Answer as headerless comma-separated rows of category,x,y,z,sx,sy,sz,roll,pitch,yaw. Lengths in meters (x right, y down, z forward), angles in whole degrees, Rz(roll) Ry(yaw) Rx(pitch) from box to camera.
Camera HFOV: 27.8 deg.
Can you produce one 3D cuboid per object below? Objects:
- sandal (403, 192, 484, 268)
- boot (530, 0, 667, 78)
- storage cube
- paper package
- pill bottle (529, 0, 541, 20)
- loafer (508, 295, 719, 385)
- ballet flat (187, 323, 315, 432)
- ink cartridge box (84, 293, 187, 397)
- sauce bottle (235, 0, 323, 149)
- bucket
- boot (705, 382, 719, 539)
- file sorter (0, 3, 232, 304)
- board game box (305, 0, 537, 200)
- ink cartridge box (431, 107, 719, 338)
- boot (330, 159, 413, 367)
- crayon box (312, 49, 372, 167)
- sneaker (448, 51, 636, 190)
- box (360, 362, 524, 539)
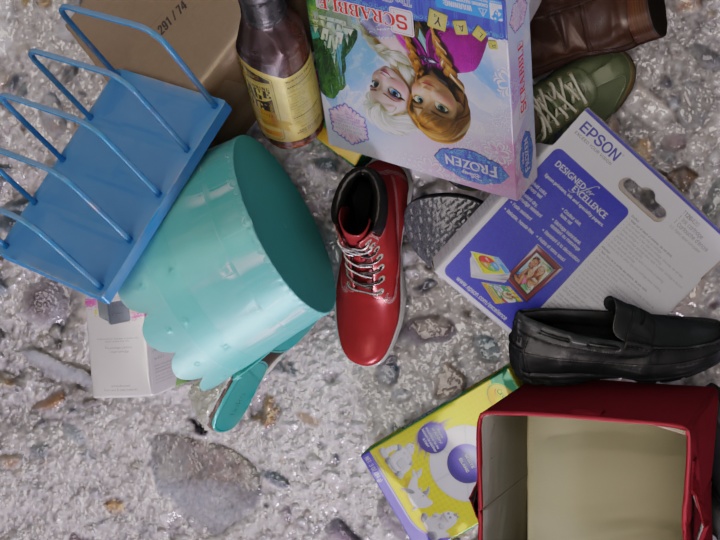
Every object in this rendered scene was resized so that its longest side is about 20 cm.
sandal,0.137,-0.027,1.365,0.198,0.043,0.077,11,104,2
boot,0.172,-0.263,1.318,0.199,0.064,0.188,-14,64,34
storage cube,0.206,0.191,1.244,0.198,0.180,0.173,2,96,22
paper package,-0.150,-0.234,1.351,0.200,0.103,0.191,-48,61,18
pill bottle,0.055,-0.264,1.260,0.199,0.112,0.113,35,104,7
loafer,0.230,0.058,1.284,0.199,0.068,0.071,-3,118,-3
ballet flat,-0.108,0.069,1.430,0.072,0.072,0.200,39,103,7
ink cartridge box,-0.217,0.016,1.421,0.067,0.117,0.202,-3,94,16
sauce bottle,-0.074,-0.186,1.248,0.065,0.201,0.066,-4,56,6
bucket,-0.121,-0.013,1.300,0.134,0.207,0.208,-26,90,15
boot,0.292,0.224,1.345,0.199,0.066,0.165,-36,85,20
file sorter,-0.234,-0.103,1.213,0.138,0.123,0.201,19,72,35
board game box,0.051,-0.171,1.227,0.199,0.041,0.201,19,138,29
ink cartridge box,0.200,-0.017,1.312,0.197,0.047,0.200,39,102,-16
boot,0.000,0.000,1.349,0.072,0.144,0.202,8,100,12
crayon box,0.005,-0.213,1.366,0.118,0.058,0.201,35,104,8
sneaker,0.161,-0.133,1.318,0.199,0.090,0.067,-33,87,16
box,0.114,0.174,1.391,0.199,0.048,0.118,-33,88,14
